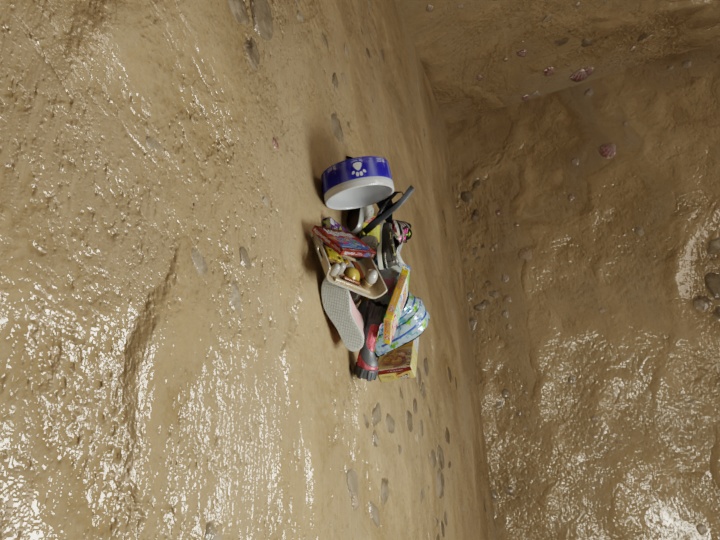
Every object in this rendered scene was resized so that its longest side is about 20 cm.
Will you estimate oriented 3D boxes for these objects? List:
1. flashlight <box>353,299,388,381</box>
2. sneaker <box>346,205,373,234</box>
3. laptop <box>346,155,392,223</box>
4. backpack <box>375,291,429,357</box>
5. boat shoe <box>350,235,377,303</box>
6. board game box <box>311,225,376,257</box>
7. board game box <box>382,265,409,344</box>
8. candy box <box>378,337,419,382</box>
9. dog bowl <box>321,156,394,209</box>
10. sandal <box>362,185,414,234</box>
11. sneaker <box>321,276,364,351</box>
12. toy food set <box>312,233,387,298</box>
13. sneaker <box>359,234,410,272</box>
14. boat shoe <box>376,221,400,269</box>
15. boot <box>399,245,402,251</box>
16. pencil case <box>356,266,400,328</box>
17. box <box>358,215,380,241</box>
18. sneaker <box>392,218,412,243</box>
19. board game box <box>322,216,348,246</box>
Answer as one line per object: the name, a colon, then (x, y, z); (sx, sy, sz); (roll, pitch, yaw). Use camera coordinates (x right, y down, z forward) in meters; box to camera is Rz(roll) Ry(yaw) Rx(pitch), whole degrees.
flashlight: (0.034, 0.188, 1.470); (0.068, 0.066, 0.206); (-143, -115, -65)
sneaker: (0.009, -0.172, 1.674); (0.084, 0.073, 0.203); (34, 36, -24)
laptop: (0.028, -0.249, 1.773); (0.104, 0.198, 0.178); (-51, 140, -15)
backpack: (0.108, 0.156, 1.633); (0.164, 0.195, 0.157); (-58, 132, -62)
boat shoe: (0.000, 0.000, 1.539); (0.205, 0.074, 0.072); (-67, 157, -11)
board game box: (-0.038, -0.072, 1.416); (0.102, 0.020, 0.199); (38, 15, 21)
board game box: (0.098, 0.088, 1.475); (0.097, 0.029, 0.203); (89, 16, -45)
candy box: (0.121, 0.251, 1.741); (0.203, 0.112, 0.056); (-77, 149, -50)
dog bowl: (-0.009, -0.237, 1.517); (0.199, 0.195, 0.081); (12, 64, -69)
sandal: (0.072, -0.176, 1.576); (0.043, 0.199, 0.076); (49, 26, -5)
sneaker: (-0.045, 0.102, 1.427); (0.105, 0.074, 0.205); (-76, 145, -81)
toy food set: (-0.028, -0.019, 1.395); (0.197, 0.061, 0.145); (24, 29, -39)
sneaker: (0.073, -0.039, 1.659); (0.200, 0.077, 0.086); (45, 49, -11)
boat shoe: (0.083, -0.073, 1.558); (0.204, 0.059, 0.073); (-82, 164, -53)
boot: (0.100, -0.108, 1.956); (0.097, 0.072, 0.202); (58, 20, -27)
pencil case: (0.051, 0.086, 1.552); (0.090, 0.082, 0.204); (29, 80, -32)
box: (0.035, -0.071, 1.724); (0.050, 0.073, 0.206); (127, -33, -59)
sneaker: (0.134, -0.127, 1.835); (0.200, 0.085, 0.076); (-103, -154, -74)
board game box: (-0.052, -0.060, 1.553); (0.199, 0.031, 0.124); (34, 45, -64)
